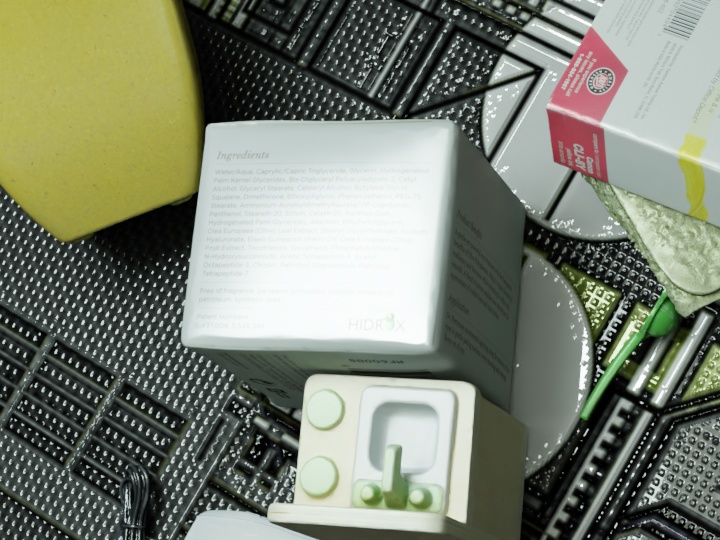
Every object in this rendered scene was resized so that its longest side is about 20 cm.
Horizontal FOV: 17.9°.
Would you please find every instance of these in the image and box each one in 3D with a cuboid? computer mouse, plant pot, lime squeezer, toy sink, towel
[{"bbox_3d":[-0.102,0.213,1.733,0.199,0.044,0.110,6,76,21],"label":"computer mouse"},{"bbox_3d":[-0.210,-0.136,1.781,0.194,0.194,0.201,-22,98,0],"label":"plant pot"},{"bbox_3d":[0.239,0.039,1.672,0.199,0.038,0.071,-24,99,11],"label":"lime squeezer"},{"bbox_3d":[0.030,0.138,1.620,0.130,0.200,0.113,1,78,20],"label":"toy sink"},{"bbox_3d":[0.247,-0.072,1.671,0.148,0.037,0.200,-29,60,-6],"label":"towel"}]

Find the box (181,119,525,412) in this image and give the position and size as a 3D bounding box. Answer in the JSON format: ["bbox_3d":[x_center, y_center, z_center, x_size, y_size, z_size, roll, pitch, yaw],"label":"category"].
[{"bbox_3d":[0.000,0.000,1.672,0.199,0.199,0.173,2,75,20],"label":"box"}]

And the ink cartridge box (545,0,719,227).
[{"bbox_3d":[0.252,-0.117,1.626,0.199,0.084,0.146,23,66,20],"label":"ink cartridge box"}]
